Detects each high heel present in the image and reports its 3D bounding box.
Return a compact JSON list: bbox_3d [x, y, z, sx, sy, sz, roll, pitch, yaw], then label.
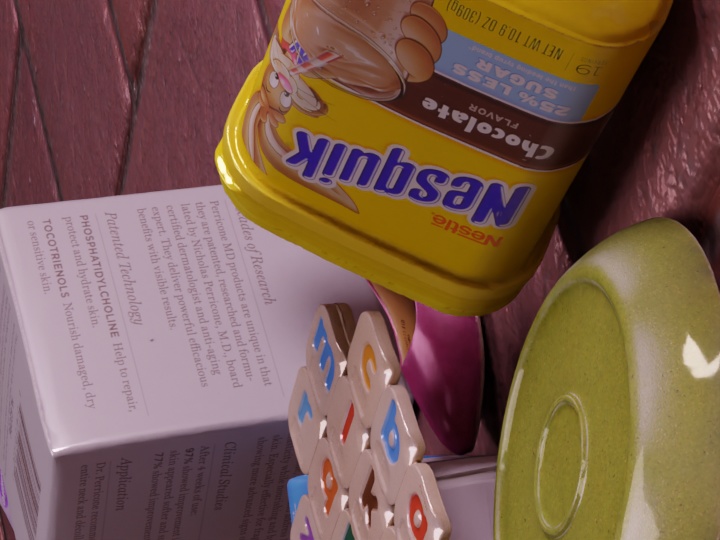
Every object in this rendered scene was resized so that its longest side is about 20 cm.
[{"bbox_3d":[0.000,0.000,1.286,0.067,0.095,0.201,124,137,-65],"label":"high heel"}]

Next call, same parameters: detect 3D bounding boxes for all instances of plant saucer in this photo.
[{"bbox_3d":[0.090,0.077,1.014,0.200,0.031,0.201,-173,90,-75],"label":"plant saucer"}]

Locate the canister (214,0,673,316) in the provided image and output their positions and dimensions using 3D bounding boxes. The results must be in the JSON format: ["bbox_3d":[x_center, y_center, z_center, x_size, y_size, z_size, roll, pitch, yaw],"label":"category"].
[{"bbox_3d":[0.032,-0.082,1.064,0.200,0.148,0.087,115,180,-56],"label":"canister"}]

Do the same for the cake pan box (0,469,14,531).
[{"bbox_3d":[-0.132,0.061,1.600,0.052,0.183,0.201,-122,31,-55],"label":"cake pan box"}]

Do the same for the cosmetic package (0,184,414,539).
[{"bbox_3d":[-0.096,0.068,1.452,0.168,0.199,0.167,104,153,-50],"label":"cosmetic package"}]

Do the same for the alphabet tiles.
[{"bbox_3d":[0.004,0.118,1.172,0.196,0.015,0.201,107,153,-50],"label":"alphabet tiles"}]

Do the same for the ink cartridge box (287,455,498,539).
[{"bbox_3d":[0.036,0.165,1.251,0.200,0.085,0.147,165,99,-74],"label":"ink cartridge box"}]
